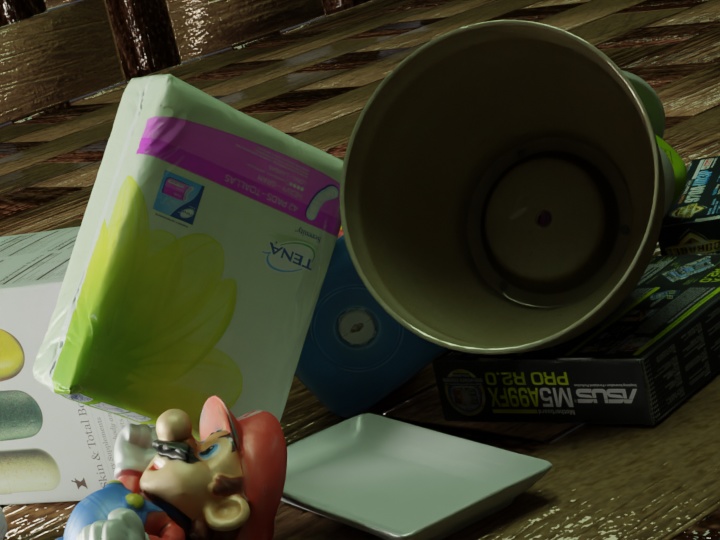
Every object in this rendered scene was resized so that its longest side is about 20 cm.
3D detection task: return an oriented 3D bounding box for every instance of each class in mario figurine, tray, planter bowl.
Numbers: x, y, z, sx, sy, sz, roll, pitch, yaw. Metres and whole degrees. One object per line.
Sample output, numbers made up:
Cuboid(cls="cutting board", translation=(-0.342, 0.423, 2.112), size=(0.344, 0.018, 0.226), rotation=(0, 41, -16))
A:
Cuboid(cls="mario figurine", translation=(-0.132, 0.125, 1.037), size=(0.199, 0.107, 0.123), rotation=(-28, 53, -23))
Cuboid(cls="tray", translation=(0.014, 0.124, 1.088), size=(0.107, 0.022, 0.199), rotation=(-22, 16, -29))
Cuboid(cls="planter bowl", translation=(0.102, -0.040, 1.172), size=(0.198, 0.202, 0.135), rotation=(-9, -13, 19))

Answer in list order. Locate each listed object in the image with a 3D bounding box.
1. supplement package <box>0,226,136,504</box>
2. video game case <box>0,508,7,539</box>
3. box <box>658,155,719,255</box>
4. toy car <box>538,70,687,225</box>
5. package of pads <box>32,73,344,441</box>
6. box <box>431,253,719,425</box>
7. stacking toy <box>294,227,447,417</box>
Cuboid(cls="supplement package", translation=(-0.197, 0.061, 1.273), size=(0.198, 0.153, 0.151), rotation=(-6, 16, 28))
Cuboid(cls="video game case", translation=(-0.324, 0.202, 1.114), size=(0.198, 0.023, 0.182), rotation=(-14, 14, 6))
Cuboid(cls="box", translation=(0.321, -0.053, 1.438), size=(0.157, 0.046, 0.200), rotation=(-9, 15, 20))
Cuboid(cls="toy car", translation=(0.134, -0.068, 1.369), size=(0.198, 0.151, 0.175), rotation=(15, 28, -4))
Cuboid(cls="package of pads", translation=(-0.098, 0.001, 1.151), size=(0.154, 0.202, 0.068), rotation=(24, -10, -33))
Cuboid(cls="box", translation=(0.165, 0.042, 1.220), size=(0.159, 0.045, 0.200), rotation=(-2, 18, 38))
Cuboid(cls="stacking toy", translation=(0.000, 0.000, 1.308), size=(0.116, 0.110, 0.200), rotation=(-36, 16, 15))
